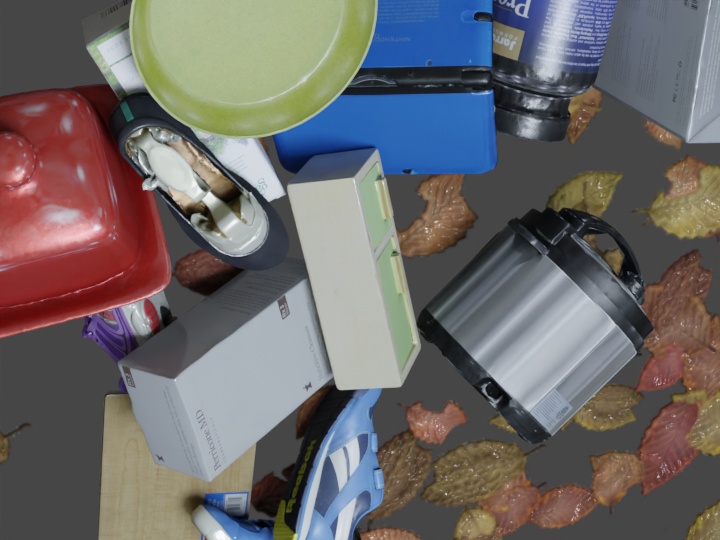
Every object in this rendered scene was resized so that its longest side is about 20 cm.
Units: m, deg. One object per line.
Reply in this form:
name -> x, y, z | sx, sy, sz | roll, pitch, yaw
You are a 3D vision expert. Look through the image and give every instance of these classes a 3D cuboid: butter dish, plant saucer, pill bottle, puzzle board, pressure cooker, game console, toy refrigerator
butter dish -> -0.266, -0.065, 0.981 | 0.200, 0.148, 0.200 | -14, 75, -9
plant saucer -> -0.084, -0.199, 0.975 | 0.200, 0.031, 0.200 | -13, 126, -18
pill bottle -> 0.164, -0.220, 1.099 | 0.112, 0.112, 0.200 | 6, 110, -19
puzzle board -> -0.181, 0.205, 1.235 | 0.151, 0.017, 0.200 | 0, 113, -18
pressure cooker -> 0.177, 0.042, 1.177 | 0.200, 0.176, 0.179 | -45, 84, 3
game console -> 0.018, -0.178, 1.087 | 0.200, 0.118, 0.171 | 1, 84, 9
toy refrigerator -> 0.000, 0.000, 1.108 | 0.070, 0.076, 0.200 | -5, 113, 20

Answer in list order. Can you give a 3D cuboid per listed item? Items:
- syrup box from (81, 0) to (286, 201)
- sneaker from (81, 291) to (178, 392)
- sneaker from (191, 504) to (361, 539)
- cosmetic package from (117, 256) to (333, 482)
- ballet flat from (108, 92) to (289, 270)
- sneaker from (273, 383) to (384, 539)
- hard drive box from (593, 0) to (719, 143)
syrup box -> -0.148, -0.136, 1.058 | 0.079, 0.081, 0.200 | -30, 120, 1
sneaker -> -0.220, 0.026, 1.112 | 0.083, 0.081, 0.200 | -10, 108, 20
sneaker -> -0.071, 0.261, 1.252 | 0.200, 0.077, 0.111 | 43, 83, -27
cosmetic package -> -0.107, 0.081, 1.113 | 0.200, 0.081, 0.113 | -42, 127, -39
ballet flat -> -0.127, -0.060, 1.014 | 0.073, 0.073, 0.200 | -41, 118, 3
sneaker -> -0.015, 0.189, 1.215 | 0.082, 0.074, 0.200 | 26, 75, -17
hard drive box -> 0.278, -0.214, 1.087 | 0.077, 0.200, 0.156 | -3, 114, -16
